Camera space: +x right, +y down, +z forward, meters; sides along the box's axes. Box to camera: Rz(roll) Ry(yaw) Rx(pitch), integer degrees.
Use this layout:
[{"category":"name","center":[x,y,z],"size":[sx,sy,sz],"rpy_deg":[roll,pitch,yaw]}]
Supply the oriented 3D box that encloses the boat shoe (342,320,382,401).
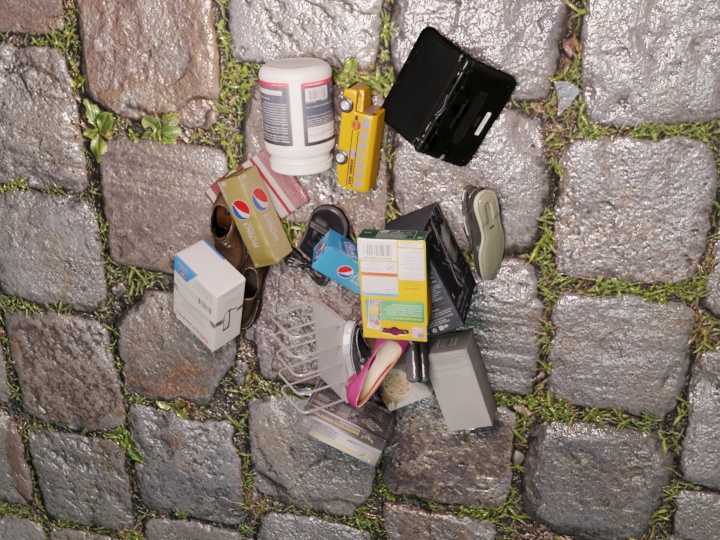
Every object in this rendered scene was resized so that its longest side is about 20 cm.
[{"category":"boat shoe","center":[0.010,0.193,1.699],"size":[0.067,0.072,0.201],"rpy_deg":[2,118,21]}]

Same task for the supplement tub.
[{"category":"supplement tub","center":[-0.120,-0.298,1.558],"size":[0.139,0.140,0.201],"rpy_deg":[5,115,14]}]

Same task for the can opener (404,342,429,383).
[{"category":"can opener","center":[0.103,0.138,1.702],"size":[0.067,0.053,0.201],"rpy_deg":[-19,69,48]}]

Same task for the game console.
[{"category":"game console","center":[0.163,-0.326,1.532],"size":[0.175,0.117,0.201],"rpy_deg":[15,123,-25]}]

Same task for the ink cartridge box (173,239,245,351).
[{"category":"ink cartridge box","center":[-0.332,0.056,1.765],"size":[0.146,0.084,0.201],"rpy_deg":[41,143,20]}]

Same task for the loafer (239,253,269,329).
[{"category":"loafer","center":[-0.257,0.051,1.803],"size":[0.073,0.071,0.201],"rpy_deg":[19,118,7]}]

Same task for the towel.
[{"category":"towel","center":[-0.222,-0.161,1.722],"size":[0.199,0.023,0.144],"rpy_deg":[-28,106,28]}]

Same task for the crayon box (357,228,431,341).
[{"category":"crayon box","center":[0.064,0.027,1.479],"size":[0.125,0.052,0.201],"rpy_deg":[3,114,14]}]

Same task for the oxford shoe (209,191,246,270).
[{"category":"oxford shoe","center":[-0.293,-0.073,1.731],"size":[0.072,0.085,0.201],"rpy_deg":[8,124,13]}]

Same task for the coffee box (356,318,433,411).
[{"category":"coffee box","center":[0.066,0.193,1.768],"size":[0.114,0.080,0.201],"rpy_deg":[-26,105,26]}]

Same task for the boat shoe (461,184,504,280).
[{"category":"boat shoe","center":[0.240,-0.075,1.611],"size":[0.067,0.072,0.201],"rpy_deg":[24,135,47]}]

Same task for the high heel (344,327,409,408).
[{"category":"high heel","center":[0.044,0.189,1.621],"size":[0.200,0.096,0.067],"rpy_deg":[-42,111,2]}]

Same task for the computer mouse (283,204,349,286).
[{"category":"computer mouse","center":[-0.085,-0.071,1.710],"size":[0.138,0.053,0.200],"rpy_deg":[36,130,0]}]

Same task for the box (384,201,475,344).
[{"category":"box","center":[0.125,0.002,1.593],"size":[0.123,0.200,0.197],"rpy_deg":[-23,107,23]}]

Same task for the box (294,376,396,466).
[{"category":"box","center":[-0.029,0.336,1.820],"size":[0.199,0.159,0.049],"rpy_deg":[25,119,3]}]

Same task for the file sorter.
[{"category":"file sorter","center":[-0.109,0.189,1.761],"size":[0.124,0.139,0.201],"rpy_deg":[-16,117,-25]}]

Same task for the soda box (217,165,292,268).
[{"category":"soda box","center":[-0.218,-0.110,1.682],"size":[0.064,0.068,0.201],"rpy_deg":[-12,109,34]}]

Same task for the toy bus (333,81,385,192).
[{"category":"toy bus","center":[-0.001,-0.260,1.577],"size":[0.078,0.065,0.201],"rpy_deg":[17,122,16]}]

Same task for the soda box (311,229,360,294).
[{"category":"soda box","center":[0.000,0.000,1.671],"size":[0.199,0.064,0.068],"rpy_deg":[29,125,-21]}]

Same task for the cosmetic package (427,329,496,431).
[{"category":"cosmetic package","center":[0.216,0.240,1.746],"size":[0.106,0.090,0.201],"rpy_deg":[-11,114,22]}]
